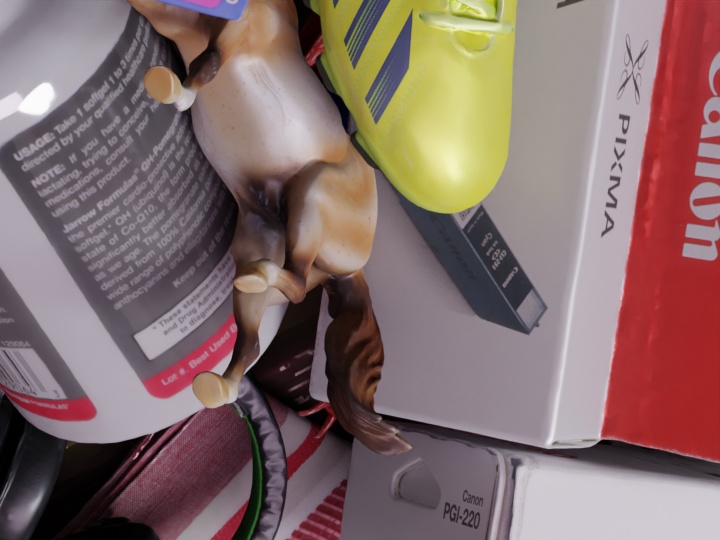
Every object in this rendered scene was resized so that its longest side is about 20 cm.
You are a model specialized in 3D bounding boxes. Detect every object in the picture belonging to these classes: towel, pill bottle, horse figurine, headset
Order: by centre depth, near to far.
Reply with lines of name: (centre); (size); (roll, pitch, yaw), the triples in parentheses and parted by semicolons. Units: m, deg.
horse figurine: (-0.032, -0.040, 0.757); (0.050, 0.133, 0.200); (-16, 103, 24)
pill bottle: (-0.108, -0.046, 0.790); (0.111, 0.111, 0.200); (-27, 130, 1)
headset: (-0.122, 0.097, 0.915); (0.200, 0.094, 0.124); (-38, 104, -1)
towel: (-0.035, 0.129, 1.003); (0.200, 0.023, 0.144); (33, 107, -37)

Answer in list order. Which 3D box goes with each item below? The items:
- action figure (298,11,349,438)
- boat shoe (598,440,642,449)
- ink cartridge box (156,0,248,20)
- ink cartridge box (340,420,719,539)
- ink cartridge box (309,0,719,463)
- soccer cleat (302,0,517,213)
action figure: (0.000, 0.000, 0.884); (0.099, 0.065, 0.200); (-49, 129, -10)
boat shoe: (0.082, 0.143, 1.006); (0.059, 0.072, 0.200); (-13, 115, -20)
ink cartridge box: (-0.094, -0.129, 0.676); (0.119, 0.200, 0.042); (12, 119, -26)
ink cartridge box: (0.108, 0.108, 0.885); (0.200, 0.146, 0.085); (10, 88, -21)
ink cartridge box: (0.080, -0.042, 0.779); (0.045, 0.176, 0.200); (3, 95, -60)
soccer cleat: (0.030, -0.119, 0.744); (0.065, 0.084, 0.200); (4, 83, -44)
